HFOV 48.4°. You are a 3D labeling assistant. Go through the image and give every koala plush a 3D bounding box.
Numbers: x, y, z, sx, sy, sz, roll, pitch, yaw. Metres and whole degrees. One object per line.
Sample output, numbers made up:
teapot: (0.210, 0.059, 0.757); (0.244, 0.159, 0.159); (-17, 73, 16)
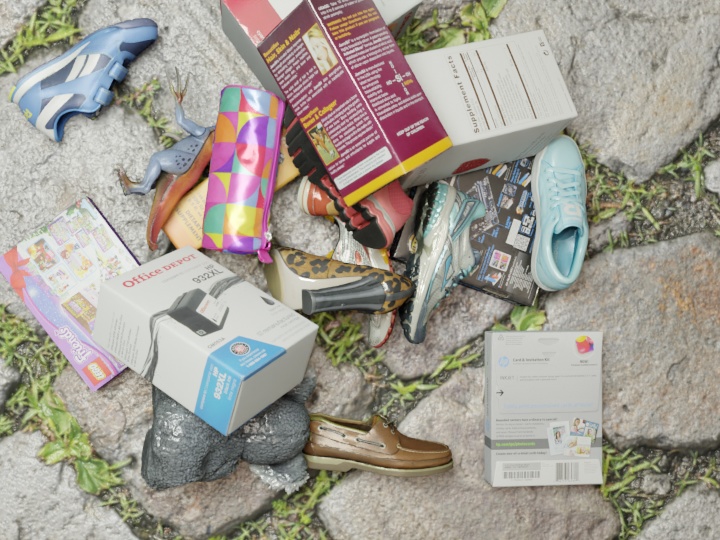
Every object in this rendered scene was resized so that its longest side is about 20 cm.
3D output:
koala plush: (-0.149, 0.186, 0.954); (0.199, 0.184, 0.179); (8, 88, -17)

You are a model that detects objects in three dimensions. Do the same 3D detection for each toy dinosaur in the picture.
toy dinosaur: (-0.203, -0.134, 0.973); (0.180, 0.105, 0.201); (-21, 82, -17)

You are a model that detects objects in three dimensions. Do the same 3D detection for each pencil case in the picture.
pencil case: (-0.132, -0.111, 0.933); (0.088, 0.088, 0.202); (5, 89, -8)

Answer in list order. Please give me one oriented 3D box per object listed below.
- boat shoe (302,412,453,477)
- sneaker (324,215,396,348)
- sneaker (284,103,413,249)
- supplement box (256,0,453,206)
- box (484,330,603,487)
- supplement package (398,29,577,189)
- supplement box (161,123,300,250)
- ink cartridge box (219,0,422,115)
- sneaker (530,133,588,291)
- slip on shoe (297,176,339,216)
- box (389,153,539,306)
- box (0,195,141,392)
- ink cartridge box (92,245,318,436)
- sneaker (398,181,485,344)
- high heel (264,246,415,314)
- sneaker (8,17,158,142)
boat shoe: (0.023, 0.218, 1.017); (0.198, 0.072, 0.069); (4, 89, -8)
sneaker: (0.000, 0.000, 1.024); (0.082, 0.078, 0.202); (-11, 83, -1)
sneaker: (-0.012, -0.123, 0.939); (0.087, 0.074, 0.201); (-41, 101, -33)
supplement box: (-0.007, -0.185, 0.847); (0.085, 0.110, 0.201); (-33, 95, -38)
box: (0.242, 0.181, 1.064); (0.155, 0.041, 0.202); (0, 90, -8)
supplement package: (0.131, -0.192, 0.962); (0.199, 0.121, 0.121); (-16, 79, -18)
supplement box: (-0.157, -0.099, 1.003); (0.200, 0.069, 0.067); (-38, 96, -9)
ink cartridge box: (-0.050, -0.312, 0.980); (0.200, 0.145, 0.145); (-37, 94, -6)
sneaker: (0.260, -0.074, 1.004); (0.073, 0.082, 0.202); (0, 90, -10)
slip on shoe: (-0.012, -0.153, 1.005); (0.061, 0.074, 0.201); (16, 70, 23)
box: (0.161, -0.077, 1.054); (0.197, 0.050, 0.201); (19, 87, -6)
box: (-0.331, 0.028, 0.990); (0.137, 0.039, 0.201); (-37, 94, -7)
ink cartridge box: (-0.170, 0.069, 0.885); (0.199, 0.145, 0.084); (30, 122, 19)
sneaker: (0.104, -0.002, 0.985); (0.086, 0.078, 0.201); (13, 96, -10)
high heel: (-0.031, 0.011, 0.975); (0.142, 0.200, 0.072); (-5, 108, -25)
sneaker: (-0.325, -0.235, 0.982); (0.199, 0.074, 0.083); (-34, 95, 0)
